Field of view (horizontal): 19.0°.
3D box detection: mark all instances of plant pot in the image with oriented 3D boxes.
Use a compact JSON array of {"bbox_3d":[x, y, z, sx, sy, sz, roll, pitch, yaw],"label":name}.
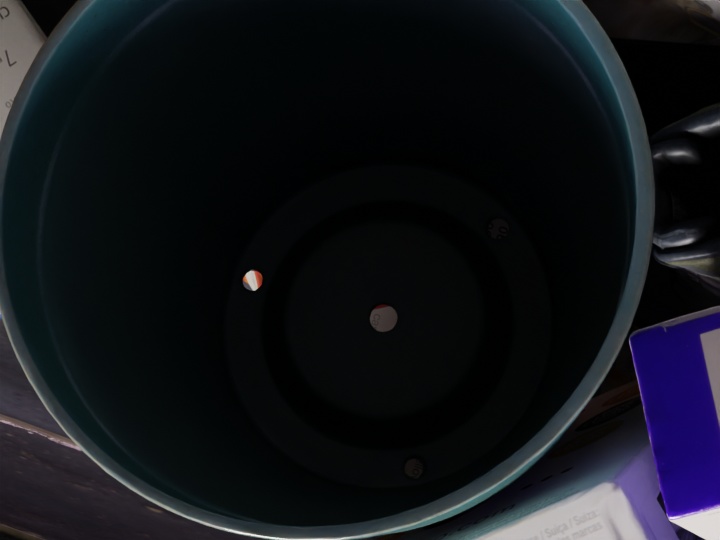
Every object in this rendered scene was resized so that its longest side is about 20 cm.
[{"bbox_3d":[0.000,0.000,0.726,0.200,0.200,0.188,15,170,12],"label":"plant pot"}]

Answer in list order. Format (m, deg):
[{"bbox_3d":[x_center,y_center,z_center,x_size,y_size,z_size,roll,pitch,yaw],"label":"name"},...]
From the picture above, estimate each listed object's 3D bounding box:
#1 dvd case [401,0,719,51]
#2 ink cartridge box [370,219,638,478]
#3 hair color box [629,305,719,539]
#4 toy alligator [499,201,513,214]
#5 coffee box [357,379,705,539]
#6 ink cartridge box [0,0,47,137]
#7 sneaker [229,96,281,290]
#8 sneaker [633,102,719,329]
[{"bbox_3d":[0.077,-0.106,0.649,0.200,0.018,0.143,8,161,31],"label":"dvd case"},{"bbox_3d":[0.078,0.065,0.990,0.200,0.145,0.145,18,164,-2],"label":"ink cartridge box"},{"bbox_3d":[0.172,0.055,0.680,0.109,0.065,0.200,-18,155,21],"label":"hair color box"},{"bbox_3d":[0.097,-0.025,0.821,0.200,0.059,0.054,16,164,8],"label":"toy alligator"},{"bbox_3d":[0.080,0.169,0.787,0.200,0.200,0.198,-26,-178,26],"label":"coffee box"},{"bbox_3d":[-0.121,-0.024,0.869,0.176,0.045,0.200,57,169,-8],"label":"ink cartridge box"},{"bbox_3d":[-0.046,-0.054,0.864,0.077,0.073,0.200,50,159,18],"label":"sneaker"},{"bbox_3d":[0.121,-0.022,0.698,0.081,0.074,0.200,1,163,-16],"label":"sneaker"}]
